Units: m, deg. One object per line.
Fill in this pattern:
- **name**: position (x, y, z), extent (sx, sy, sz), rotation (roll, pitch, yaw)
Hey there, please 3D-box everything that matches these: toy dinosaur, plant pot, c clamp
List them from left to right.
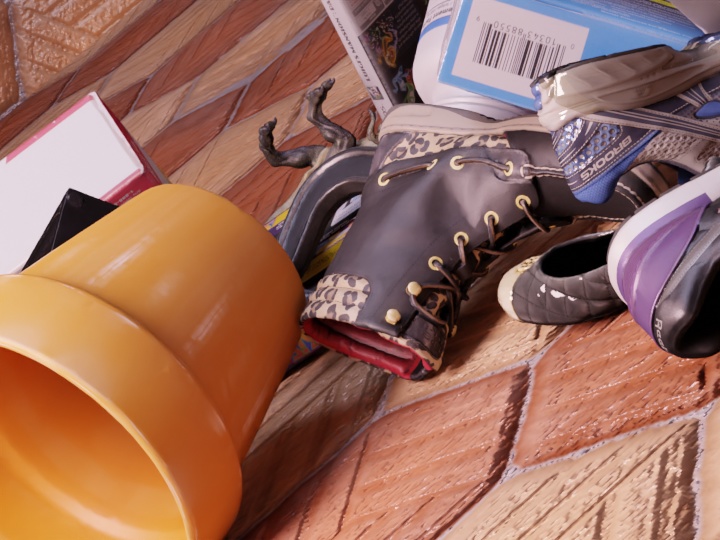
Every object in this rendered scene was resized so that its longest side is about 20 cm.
- **plant pot**: position (-0.128, 0.054, 1.581), extent (0.200, 0.200, 0.183), rotation (-22, 23, 49)
- **toy dinosaur**: position (-0.025, -0.079, 1.981), extent (0.199, 0.088, 0.047), rotation (-35, 6, 13)
- **c clamp**: position (0.000, 0.000, 1.681), extent (0.199, 0.027, 0.172), rotation (-3, 57, 42)

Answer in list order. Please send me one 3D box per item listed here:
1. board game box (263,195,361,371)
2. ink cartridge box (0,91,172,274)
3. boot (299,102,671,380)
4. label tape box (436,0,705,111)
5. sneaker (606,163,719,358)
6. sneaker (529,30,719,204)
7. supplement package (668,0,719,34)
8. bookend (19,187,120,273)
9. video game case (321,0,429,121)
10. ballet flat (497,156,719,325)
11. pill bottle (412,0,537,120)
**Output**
- **board game box**: position (-0.023, -0.005, 1.815), extent (0.199, 0.057, 0.165), rotation (-33, 13, 21)
- **ink cartridge box**: position (-0.183, -0.010, 1.950), extent (0.145, 0.200, 0.084), rotation (-38, 59, 0)
- **boot**: position (0.064, -0.012, 1.569), extent (0.199, 0.073, 0.151), rotation (13, 65, 37)
- **label tape box**: position (0.121, -0.130, 1.604), extent (0.200, 0.142, 0.067), rotation (-76, 1, -79)
- **sneaker**: position (0.213, -0.030, 1.308), extent (0.200, 0.076, 0.088), rotation (-41, 28, 7)
- **sneaker**: position (0.189, -0.082, 1.468), extent (0.199, 0.086, 0.077), rotation (-13, 4, -8)
- **supplement package**: position (0.238, -0.235, 1.512), extent (0.199, 0.191, 0.148), rotation (-34, 59, 17)
- **bookend**: position (-0.193, 0.091, 1.779), extent (0.200, 0.092, 0.200), rotation (127, 160, -49)
- **video game case**: position (0.049, -0.215, 2.033), extent (0.023, 0.183, 0.200), rotation (-2, 36, 43)
- **ballet flat**: position (0.137, -0.016, 1.441), extent (0.199, 0.057, 0.067), rotation (-21, 21, 50)
- **pill bottle**: position (0.095, -0.149, 1.756), extent (0.112, 0.112, 0.201), rotation (-19, 50, 53)
